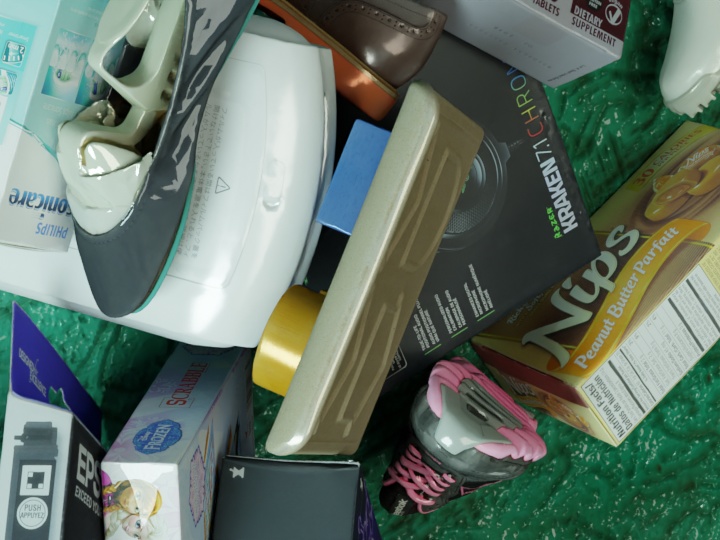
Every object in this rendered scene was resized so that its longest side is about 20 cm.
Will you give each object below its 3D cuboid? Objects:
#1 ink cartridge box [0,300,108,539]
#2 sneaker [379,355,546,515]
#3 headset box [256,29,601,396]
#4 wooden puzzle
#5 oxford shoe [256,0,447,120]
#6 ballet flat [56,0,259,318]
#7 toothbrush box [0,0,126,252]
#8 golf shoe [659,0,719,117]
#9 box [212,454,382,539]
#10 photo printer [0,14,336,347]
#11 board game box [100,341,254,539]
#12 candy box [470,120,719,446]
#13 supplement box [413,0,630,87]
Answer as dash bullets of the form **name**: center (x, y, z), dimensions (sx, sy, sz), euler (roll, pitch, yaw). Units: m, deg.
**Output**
- **ink cartridge box**: center (-0.142, 0.139, 1.220), dimensions (0.043, 0.198, 0.201), euler (0, 72, 7)
- **sneaker**: center (0.048, 0.104, 1.367), dimensions (0.079, 0.200, 0.095), euler (44, 93, 6)
- **headset box**: center (0.007, -0.042, 1.348), dimensions (0.200, 0.093, 0.175), euler (-31, 115, -20)
- **wooden puzzle**: center (0.000, 0.000, 1.211), dimensions (0.046, 0.200, 0.186), euler (22, 91, 8)
- **oxford shoe**: center (-0.041, -0.167, 1.256), dimensions (0.200, 0.071, 0.073), euler (42, 96, 6)
- **ballet flat**: center (-0.105, -0.077, 1.140), dimensions (0.073, 0.073, 0.201), euler (16, 100, -32)
- **toothbrush box**: center (-0.190, -0.124, 1.169), dimensions (0.085, 0.146, 0.201), euler (9, 100, -69)
- **golf shoe**: center (0.200, -0.194, 1.447), dimensions (0.097, 0.078, 0.201), euler (20, 86, -15)
- **box**: center (-0.037, 0.215, 1.261), dimensions (0.141, 0.078, 0.201), euler (71, 22, -63)
- **photo printer**: center (-0.109, -0.056, 1.219), dimensions (0.069, 0.199, 0.167), euler (-4, 107, -68)
- **board game box**: center (-0.090, 0.158, 1.286), dimensions (0.041, 0.200, 0.201), euler (1, 106, 8)
- **candy box**: center (0.173, 0.004, 1.441), dimensions (0.200, 0.115, 0.055), euler (-45, 119, -13)
- **supplement box**: center (0.097, -0.212, 1.302), dimensions (0.109, 0.061, 0.201), euler (24, 64, -28)
